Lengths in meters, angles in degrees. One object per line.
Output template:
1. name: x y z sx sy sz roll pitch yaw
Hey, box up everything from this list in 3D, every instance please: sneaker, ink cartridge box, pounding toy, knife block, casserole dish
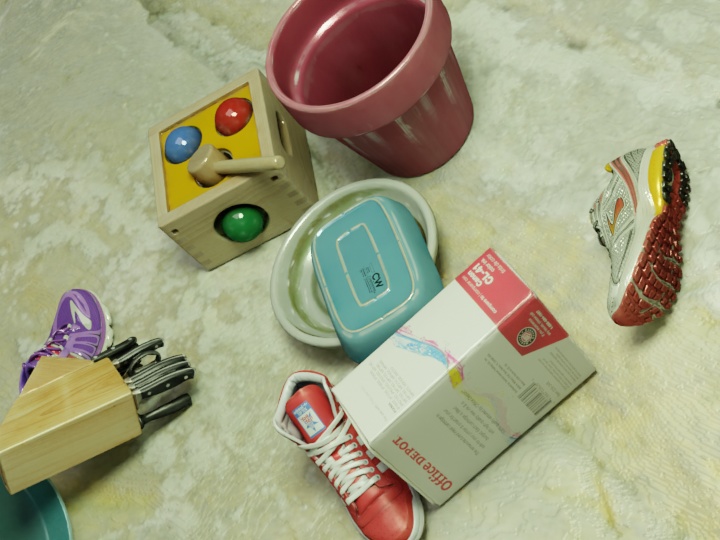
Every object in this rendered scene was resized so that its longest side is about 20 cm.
1. sneaker: -0.342 0.103 1.701 0.080 0.083 0.201 -11 54 28
2. sneaker: -0.016 0.176 1.411 0.071 0.112 0.200 -40 47 5
3. ink cartridge box: 0.095 0.099 1.365 0.200 0.148 0.086 -40 46 3
4. pounding toy: -0.141 -0.114 1.670 0.183 0.142 0.201 -27 49 17
5. knife block: -0.272 0.152 1.582 0.174 0.064 0.200 4 39 15
6. sneaker: 0.256 -0.030 1.402 0.082 0.078 0.201 -11 46 33
7. casserole dish: 0.010 0.002 1.495 0.121 0.039 0.201 -32 49 13

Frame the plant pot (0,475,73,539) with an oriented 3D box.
1. plant pot: -0.439 0.303 1.569 0.188 0.200 0.201 -34 46 30

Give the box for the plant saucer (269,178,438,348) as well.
1. plant saucer: 0.000 0.000 1.562 0.199 0.050 0.201 -17 52 23

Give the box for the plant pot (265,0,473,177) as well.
1. plant pot: 0.027 -0.201 1.590 0.199 0.179 0.201 -18 52 24
